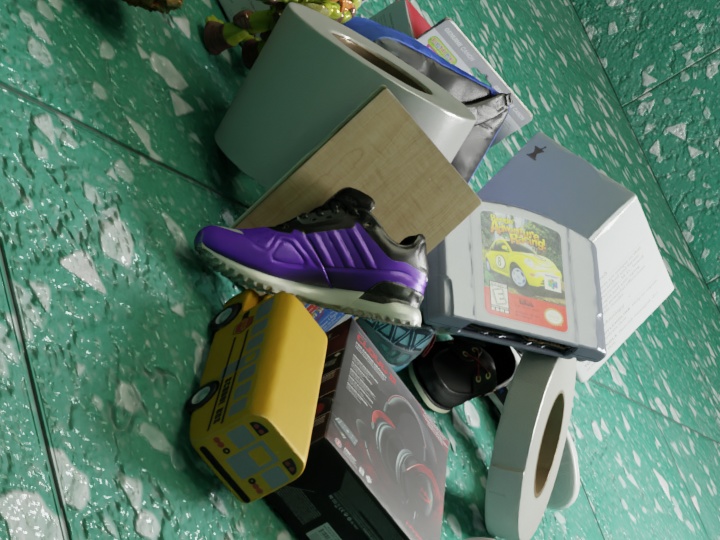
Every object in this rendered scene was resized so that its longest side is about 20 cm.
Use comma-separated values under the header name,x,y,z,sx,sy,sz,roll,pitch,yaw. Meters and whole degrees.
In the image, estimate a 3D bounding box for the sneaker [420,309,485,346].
name,x,y,z,sx,sy,sz,roll,pitch,yaw
sneaker,0.078,0.030,1.441,0.111,0.198,0.078,165,-67,-83

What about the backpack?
name,x,y,z,sx,sy,sz,roll,pitch,yaw
backpack,0.019,-0.165,1.495,0.199,0.164,0.168,22,9,-37

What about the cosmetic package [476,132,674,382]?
name,x,y,z,sx,sy,sz,roll,pitch,yaw
cosmetic package,0.233,-0.015,1.672,0.167,0.166,0.200,40,-9,41

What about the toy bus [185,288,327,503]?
name,x,y,z,sx,sy,sz,roll,pitch,yaw
toy bus,-0.074,0.081,1.060,0.065,0.078,0.201,51,22,-22

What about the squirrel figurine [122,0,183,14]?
name,x,y,z,sx,sy,sz,roll,pitch,yaw
squirrel figurine,-0.204,-0.306,1.248,0.187,0.140,0.202,46,36,-58

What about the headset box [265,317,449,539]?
name,x,y,z,sx,sy,sz,roll,pitch,yaw
headset box,-0.001,0.145,1.150,0.149,0.075,0.200,53,21,-18

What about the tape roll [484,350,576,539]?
name,x,y,z,sx,sy,sz,roll,pitch,yaw
tape roll,0.169,0.166,1.409,0.203,0.037,0.205,13,90,-73

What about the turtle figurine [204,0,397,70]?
name,x,y,z,sx,sy,sz,roll,pitch,yaw
turtle figurine,-0.062,-0.245,1.385,0.199,0.160,0.065,-2,73,-50

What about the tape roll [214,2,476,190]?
name,x,y,z,sx,sy,sz,roll,pitch,yaw
tape roll,-0.014,-0.130,1.297,0.202,0.140,0.203,30,13,-7

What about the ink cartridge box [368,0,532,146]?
name,x,y,z,sx,sy,sz,roll,pitch,yaw
ink cartridge box,0.076,-0.212,1.673,0.200,0.175,0.084,42,27,-41

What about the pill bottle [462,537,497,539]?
name,x,y,z,sx,sy,sz,roll,pitch,yaw
pill bottle,0.139,0.295,1.228,0.200,0.111,0.113,30,36,-55

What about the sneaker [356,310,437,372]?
name,x,y,z,sx,sy,sz,roll,pitch,yaw
sneaker,0.000,0.000,1.319,0.201,0.095,0.080,53,22,-19

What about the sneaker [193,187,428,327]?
name,x,y,z,sx,sy,sz,roll,pitch,yaw
sneaker,-0.035,-0.023,1.169,0.198,0.101,0.069,16,-4,-16

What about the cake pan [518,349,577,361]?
name,x,y,z,sx,sy,sz,roll,pitch,yaw
cake pan,0.165,0.012,1.495,0.037,0.200,0.201,-45,110,-23

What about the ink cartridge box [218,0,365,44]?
name,x,y,z,sx,sy,sz,roll,pitch,yaw
ink cartridge box,-0.048,-0.300,1.463,0.100,0.199,0.039,62,21,4

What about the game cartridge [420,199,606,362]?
name,x,y,z,sx,sy,sz,roll,pitch,yaw
game cartridge,0.143,0.005,1.343,0.198,0.041,0.134,13,57,-28

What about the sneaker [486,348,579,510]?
name,x,y,z,sx,sy,sz,roll,pitch,yaw
sneaker,0.204,0.170,1.605,0.112,0.073,0.201,14,48,-61

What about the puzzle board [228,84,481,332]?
name,x,y,z,sx,sy,sz,roll,pitch,yaw
puzzle board,-0.012,-0.040,1.215,0.151,0.200,0.017,46,4,-34

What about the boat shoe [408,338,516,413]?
name,x,y,z,sx,sy,sz,roll,pitch,yaw
boat shoe,0.106,0.100,1.488,0.074,0.063,0.201,65,22,10
